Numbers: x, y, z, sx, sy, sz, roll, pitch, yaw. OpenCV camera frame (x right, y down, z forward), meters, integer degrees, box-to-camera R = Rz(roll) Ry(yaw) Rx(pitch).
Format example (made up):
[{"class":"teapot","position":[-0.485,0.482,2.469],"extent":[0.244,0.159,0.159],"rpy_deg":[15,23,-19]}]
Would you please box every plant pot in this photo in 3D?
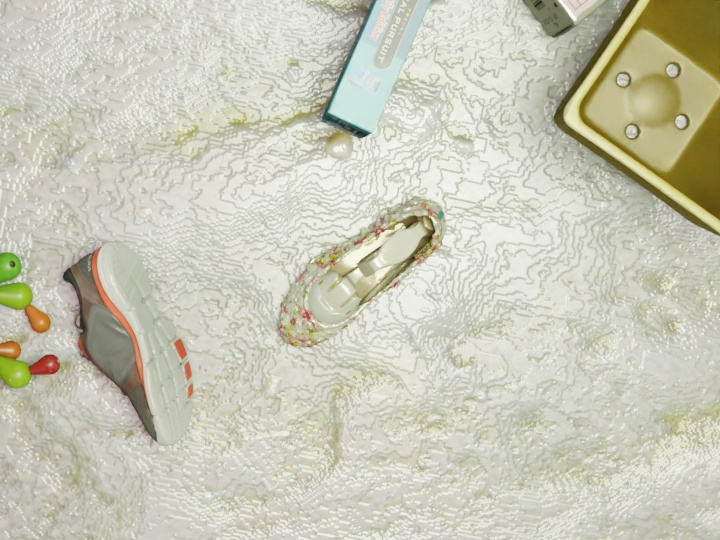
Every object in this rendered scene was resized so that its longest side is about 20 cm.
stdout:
[{"class":"plant pot","position":[0.291,-0.158,1.179],"extent":[0.193,0.200,0.196],"rpy_deg":[34,90,-5]}]

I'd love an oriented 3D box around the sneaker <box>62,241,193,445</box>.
[{"class":"sneaker","position":[-0.224,0.074,1.241],"extent":[0.081,0.077,0.202],"rpy_deg":[-17,94,25]}]

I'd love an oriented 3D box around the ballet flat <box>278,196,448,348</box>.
[{"class":"ballet flat","position":[0.000,0.000,1.241],"extent":[0.200,0.064,0.076],"rpy_deg":[-42,96,0]}]

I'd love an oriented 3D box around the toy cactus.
[{"class":"toy cactus","position":[-0.386,0.039,1.214],"extent":[0.164,0.102,0.201],"rpy_deg":[-29,103,9]}]

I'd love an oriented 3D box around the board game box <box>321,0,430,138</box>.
[{"class":"board game box","position":[0.027,-0.222,1.184],"extent":[0.047,0.151,0.201],"rpy_deg":[24,92,-5]}]

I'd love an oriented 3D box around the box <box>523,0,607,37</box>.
[{"class":"box","position":[0.227,-0.332,1.210],"extent":[0.200,0.109,0.128],"rpy_deg":[-39,94,-1]}]
